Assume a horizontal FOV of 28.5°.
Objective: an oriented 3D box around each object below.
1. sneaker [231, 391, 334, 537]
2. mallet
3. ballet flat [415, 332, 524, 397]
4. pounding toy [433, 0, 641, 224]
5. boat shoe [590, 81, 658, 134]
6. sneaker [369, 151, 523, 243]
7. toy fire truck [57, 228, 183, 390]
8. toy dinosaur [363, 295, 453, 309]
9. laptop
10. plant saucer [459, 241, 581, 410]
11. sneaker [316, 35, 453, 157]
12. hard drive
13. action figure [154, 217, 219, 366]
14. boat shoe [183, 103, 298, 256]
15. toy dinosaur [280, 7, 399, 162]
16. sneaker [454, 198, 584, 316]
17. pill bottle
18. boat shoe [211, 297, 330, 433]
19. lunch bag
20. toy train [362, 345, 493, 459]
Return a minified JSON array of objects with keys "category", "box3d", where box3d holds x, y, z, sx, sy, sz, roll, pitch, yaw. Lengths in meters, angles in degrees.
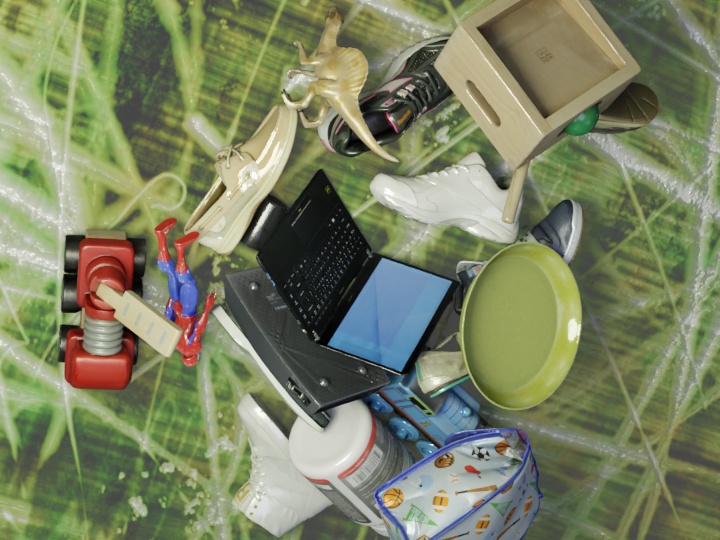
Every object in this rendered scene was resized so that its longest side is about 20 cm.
[{"category":"sneaker","box3d":[-0.124,0.256,1.797,0.115,0.074,0.201,-35,116,-1]},{"category":"mallet","box3d":[-0.060,-0.017,1.723,0.199,0.041,0.066,35,98,-26]},{"category":"ballet flat","box3d":[0.143,0.099,1.730,0.199,0.067,0.063,-15,77,-44]},{"category":"pounding toy","box3d":[0.195,-0.198,1.606,0.183,0.142,0.201,-33,82,-22]},{"category":"boat shoe","box3d":[0.253,-0.197,1.700,0.199,0.066,0.072,8,67,-1]},{"category":"sneaker","box3d":[0.108,-0.100,1.713,0.198,0.078,0.100,13,95,-20]},{"category":"toy fire truck","box3d":[-0.277,0.066,1.615,0.127,0.200,0.178,4,111,-13]},{"category":"toy dinosaur","box3d":[0.025,0.055,1.740,0.198,0.088,0.048,1,102,-14]},{"category":"laptop","box3d":[0.000,0.000,1.651,0.103,0.178,0.201,-14,119,37]},{"category":"plant saucer","box3d":[0.186,0.065,1.698,0.199,0.031,0.202,-5,99,-38]},{"category":"sneaker","box3d":[0.048,-0.190,1.648,0.199,0.086,0.080,-38,116,3]},{"category":"hard drive","box3d":[-0.068,0.078,1.665,0.134,0.200,0.042,-14,148,-46]},{"category":"action figure","box3d":[-0.209,0.035,1.691,0.052,0.065,0.201,-35,139,-41]},{"category":"boat shoe","box3d":[-0.139,-0.113,1.648,0.065,0.072,0.201,25,110,-21]},{"category":"toy dinosaur","box3d":[-0.032,-0.202,1.592,0.100,0.058,0.202,-23,76,18]},{"category":"sneaker","box3d":[0.191,-0.012,1.760,0.108,0.070,0.201,21,109,-22]},{"category":"pill bottle","box3d":[0.004,0.249,1.778,0.115,0.116,0.200,-36,134,3]},{"category":"boat shoe","box3d":[-0.096,0.106,1.708,0.060,0.076,0.200,-40,87,-6]},{"category":"lunch bag","box3d":[0.130,0.289,1.736,0.199,0.124,0.171,-31,144,-9]},{"category":"toy train","box3d":[0.089,0.172,1.779,0.200,0.114,0.087,44,59,-23]}]
